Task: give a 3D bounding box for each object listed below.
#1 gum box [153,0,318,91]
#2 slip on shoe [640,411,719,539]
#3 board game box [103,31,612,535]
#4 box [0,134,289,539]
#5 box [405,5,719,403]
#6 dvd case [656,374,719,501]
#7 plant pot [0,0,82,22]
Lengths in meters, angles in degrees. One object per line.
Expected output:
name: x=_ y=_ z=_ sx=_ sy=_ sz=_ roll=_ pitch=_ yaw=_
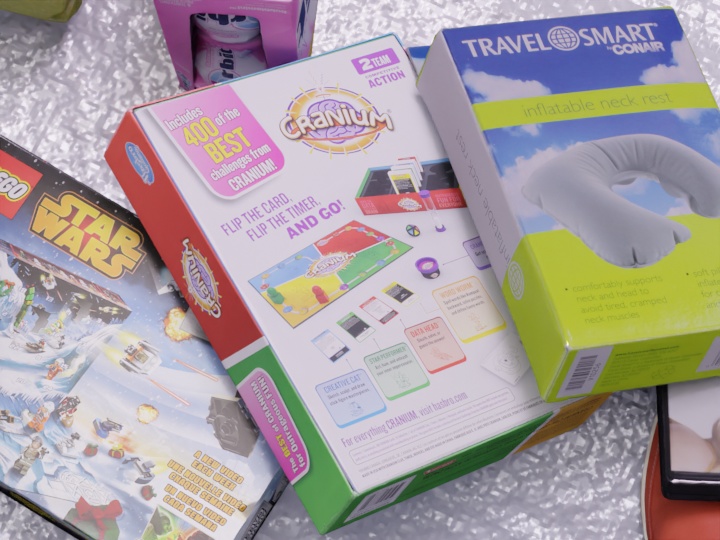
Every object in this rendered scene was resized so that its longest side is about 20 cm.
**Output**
gum box: x=-0.048 y=-0.184 z=1.209 sx=0.066 sy=0.114 sz=0.200 roll=6 pitch=72 yaw=5
slip on shoe: x=0.158 y=0.136 z=1.123 sx=0.074 sy=0.061 sz=0.200 roll=1 pitch=67 yaw=5
board game box: x=0.000 y=0.000 z=1.152 sx=0.153 sy=0.040 sz=0.200 roll=-19 pitch=69 yaw=-34
box: x=-0.118 y=0.045 z=1.177 sx=0.200 sy=0.040 sz=0.137 roll=31 pitch=77 yaw=11
box: x=0.107 y=-0.041 z=1.152 sx=0.122 sy=0.048 sz=0.200 roll=-7 pitch=56 yaw=-20
dvd case: x=0.229 y=0.041 z=1.150 sx=0.200 sy=0.018 sz=0.143 roll=2 pitch=53 yaw=0
plant pot: x=-0.196 y=-0.206 z=1.197 sx=0.184 sy=0.200 sz=0.201 roll=20 pitch=74 yaw=-3
